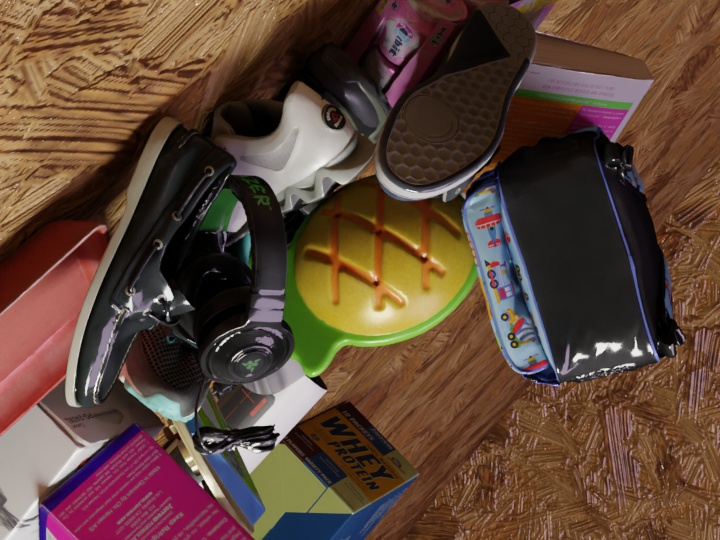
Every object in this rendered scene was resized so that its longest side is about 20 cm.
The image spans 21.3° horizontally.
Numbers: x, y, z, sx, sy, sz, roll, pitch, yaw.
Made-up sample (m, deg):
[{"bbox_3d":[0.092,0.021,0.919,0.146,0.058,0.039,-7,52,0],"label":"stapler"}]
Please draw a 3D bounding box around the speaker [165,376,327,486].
[{"bbox_3d":[-0.125,0.162,1.921,0.200,0.081,0.081,-46,167,5],"label":"speaker"}]

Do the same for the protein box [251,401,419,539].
[{"bbox_3d":[-0.066,0.298,2.406,0.199,0.135,0.200,-52,166,23],"label":"protein box"}]

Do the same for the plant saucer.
[{"bbox_3d":[-0.246,0.054,1.302,0.199,0.037,0.200,-43,168,-13],"label":"plant saucer"}]

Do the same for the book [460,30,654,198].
[{"bbox_3d":[0.131,-0.093,1.531,0.132,0.048,0.201,8,131,-28],"label":"book"}]

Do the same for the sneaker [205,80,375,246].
[{"bbox_3d":[-0.086,-0.077,1.364,0.199,0.089,0.074,-27,-157,36],"label":"sneaker"}]

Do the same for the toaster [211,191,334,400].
[{"bbox_3d":[-0.066,0.015,1.597,0.200,0.114,0.129,-41,163,-10],"label":"toaster"}]

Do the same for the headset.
[{"bbox_3d":[-0.080,0.034,1.315,0.093,0.124,0.202,3,111,-26],"label":"headset"}]

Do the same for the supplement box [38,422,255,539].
[{"bbox_3d":[-0.138,0.229,1.434,0.103,0.200,0.101,-40,166,-25],"label":"supplement box"}]

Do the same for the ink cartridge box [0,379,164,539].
[{"bbox_3d":[-0.264,0.170,1.491,0.200,0.083,0.145,-50,167,15],"label":"ink cartridge box"}]

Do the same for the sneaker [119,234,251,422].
[{"bbox_3d":[-0.123,0.025,1.411,0.091,0.077,0.201,-53,-163,33],"label":"sneaker"}]

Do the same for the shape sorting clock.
[{"bbox_3d":[-0.136,0.119,1.499,0.039,0.201,0.200,-31,167,1],"label":"shape sorting clock"}]

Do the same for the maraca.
[{"bbox_3d":[0.000,0.000,1.481,0.199,0.138,0.107,-29,154,-6],"label":"maraca"}]

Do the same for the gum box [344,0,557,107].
[{"bbox_3d":[0.068,-0.187,1.495,0.199,0.066,0.114,-29,160,-53],"label":"gum box"}]

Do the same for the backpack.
[{"bbox_3d":[0.163,-0.017,1.459,0.133,0.184,0.200,-16,-172,11],"label":"backpack"}]

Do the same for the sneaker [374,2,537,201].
[{"bbox_3d":[0.051,-0.084,1.375,0.203,0.077,0.147,-53,177,-42],"label":"sneaker"}]

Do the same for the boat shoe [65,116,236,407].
[{"bbox_3d":[-0.135,0.003,1.268,0.075,0.065,0.201,64,46,-81],"label":"boat shoe"}]

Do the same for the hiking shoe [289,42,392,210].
[{"bbox_3d":[-0.038,-0.091,1.430,0.101,0.076,0.200,-44,168,-21],"label":"hiking shoe"}]
